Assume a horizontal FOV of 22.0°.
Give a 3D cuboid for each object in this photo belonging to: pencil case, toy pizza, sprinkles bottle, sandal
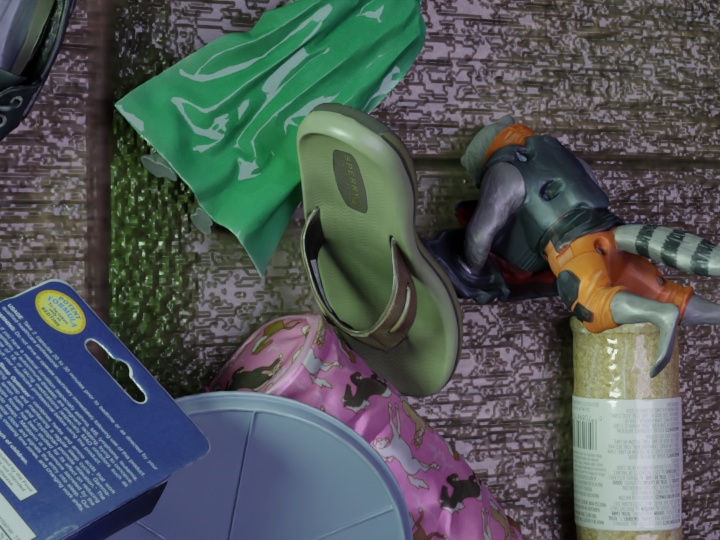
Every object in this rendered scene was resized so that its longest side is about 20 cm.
[{"bbox_3d":[0.001,0.111,1.002,0.200,0.083,0.087,49,52,-23],"label":"pencil case"},{"bbox_3d":[-0.072,0.148,0.946,0.199,0.032,0.201,-4,114,-10],"label":"toy pizza"},{"bbox_3d":[0.160,0.125,1.109,0.068,0.068,0.201,-2,91,-32],"label":"sprinkles bottle"},{"bbox_3d":[-0.001,-0.001,0.971,0.057,0.079,0.202,-60,147,-34],"label":"sandal"}]

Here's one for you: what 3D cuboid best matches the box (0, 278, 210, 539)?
[{"bbox_3d":[-0.171,0.082,0.807,0.121,0.032,0.200,45,43,17],"label":"box"}]

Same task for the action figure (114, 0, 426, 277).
[{"bbox_3d":[-0.028,-0.107,0.999,0.200,0.055,0.118,-45,110,-20],"label":"action figure"}]

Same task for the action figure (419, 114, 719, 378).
[{"bbox_3d":[0.138,-0.022,1.045,0.199,0.193,0.105,-14,138,-50],"label":"action figure"}]

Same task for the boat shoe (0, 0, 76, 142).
[{"bbox_3d":[-0.183,-0.105,0.894,0.074,0.066,0.200,37,71,-27],"label":"boat shoe"}]
